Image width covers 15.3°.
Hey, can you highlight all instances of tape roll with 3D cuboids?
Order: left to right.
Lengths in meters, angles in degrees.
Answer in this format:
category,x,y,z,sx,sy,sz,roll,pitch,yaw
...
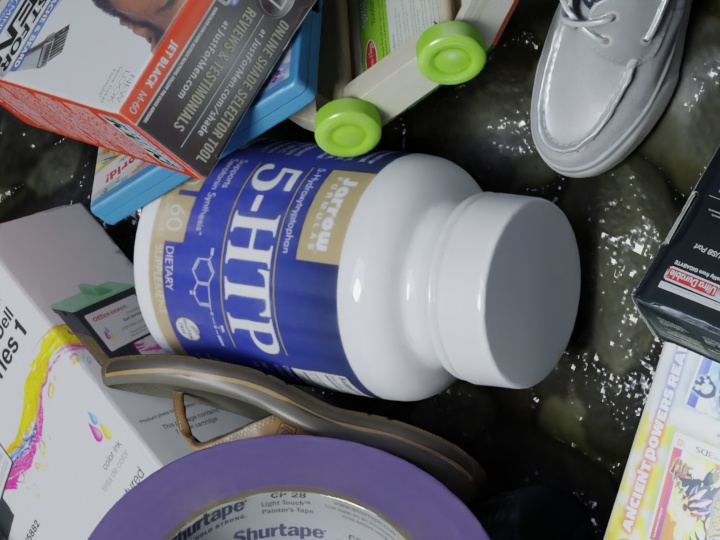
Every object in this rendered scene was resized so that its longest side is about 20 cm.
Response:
category,x,y,z,sx,sy,sz,roll,pitch,yaw
tape roll,-0.033,0.177,1.211,0.200,0.200,0.085,35,147,29

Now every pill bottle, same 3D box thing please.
category,x,y,z,sx,sy,sz,roll,pitch,yaw
pill bottle,0.000,0.000,1.302,0.199,0.119,0.121,7,97,35

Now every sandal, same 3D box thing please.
category,x,y,z,sx,sy,sz,roll,pitch,yaw
sandal,-0.038,0.085,1.305,0.199,0.082,0.055,20,81,6

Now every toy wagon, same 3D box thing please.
category,x,y,z,sx,sy,sz,roll,pitch,yaw
toy wagon,0.001,-0.126,1.306,0.200,0.039,0.156,-35,42,33

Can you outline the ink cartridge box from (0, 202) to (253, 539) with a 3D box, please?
category,x,y,z,sx,sy,sz,roll,pitch,yaw
ink cartridge box,-0.147,0.086,1.419,0.200,0.084,0.145,49,130,23

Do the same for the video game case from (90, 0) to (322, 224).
category,x,y,z,sx,sy,sz,roll,pitch,yaw
video game case,-0.072,-0.131,1.341,0.143,0.018,0.201,-29,41,33

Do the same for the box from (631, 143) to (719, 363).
category,x,y,z,sx,sy,sz,roll,pitch,yaw
box,0.238,-0.011,1.135,0.199,0.046,0.159,23,76,32

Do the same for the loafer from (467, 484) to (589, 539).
category,x,y,z,sx,sy,sz,roll,pitch,yaw
loafer,0.077,0.207,1.296,0.072,0.073,0.201,-12,77,45

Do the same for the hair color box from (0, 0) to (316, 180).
category,x,y,z,sx,sy,sz,roll,pitch,yaw
hair color box,-0.115,-0.120,1.310,0.200,0.064,0.111,19,75,55

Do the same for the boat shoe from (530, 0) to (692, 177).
category,x,y,z,sx,sy,sz,roll,pitch,yaw
boat shoe,0.124,-0.134,1.237,0.072,0.068,0.201,41,114,27

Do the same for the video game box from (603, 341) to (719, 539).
category,x,y,z,sx,sy,sz,roll,pitch,yaw
video game box,0.211,0.091,1.202,0.182,0.047,0.201,24,106,30
